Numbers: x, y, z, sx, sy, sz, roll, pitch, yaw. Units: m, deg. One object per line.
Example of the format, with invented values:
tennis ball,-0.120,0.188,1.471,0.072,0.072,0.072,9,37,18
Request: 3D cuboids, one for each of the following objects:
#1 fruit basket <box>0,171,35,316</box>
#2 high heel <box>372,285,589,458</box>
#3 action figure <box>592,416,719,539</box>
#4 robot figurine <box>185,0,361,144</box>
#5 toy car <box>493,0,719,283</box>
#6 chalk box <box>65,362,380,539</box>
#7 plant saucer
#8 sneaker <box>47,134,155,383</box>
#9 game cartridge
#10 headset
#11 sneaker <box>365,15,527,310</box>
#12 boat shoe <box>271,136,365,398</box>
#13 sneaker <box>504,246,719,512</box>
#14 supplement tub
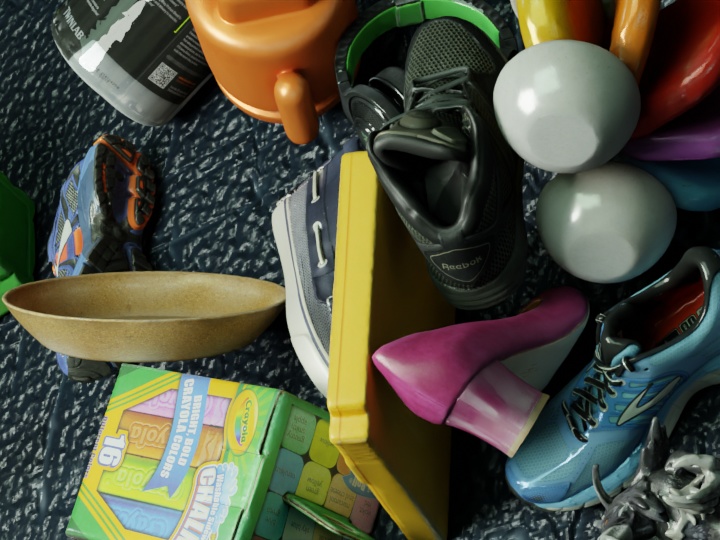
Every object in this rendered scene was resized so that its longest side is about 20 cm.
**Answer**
fruit basket,-0.382,-0.017,1.557,0.215,0.215,0.157,-25,54,29
high heel,0.073,0.039,1.152,0.068,0.096,0.200,-61,-4,32
action figure,0.189,0.150,1.050,0.199,0.102,0.120,11,103,40
robot figurine,-0.058,-0.178,1.376,0.144,0.200,0.117,38,78,17
toy car,0.167,-0.105,1.152,0.149,0.201,0.176,-9,41,18
chalk box,-0.067,0.144,1.262,0.199,0.125,0.125,6,73,41
plant saucer,-0.147,0.033,1.358,0.199,0.199,0.036,9,102,43
sneaker,-0.203,-0.002,1.499,0.078,0.075,0.201,-29,46,42
game cartridge,0.020,0.051,1.184,0.032,0.200,0.178,-5,64,16
headset,0.054,-0.098,1.309,0.123,0.094,0.201,-14,54,-1
sneaker,0.052,-0.088,1.149,0.076,0.114,0.201,-11,55,15
boat shoe,0.000,0.000,1.305,0.093,0.074,0.201,-45,45,29
sneaker,0.151,0.055,1.142,0.200,0.090,0.079,-47,46,13
supplement tub,-0.131,-0.219,1.501,0.200,0.122,0.123,-44,47,14
